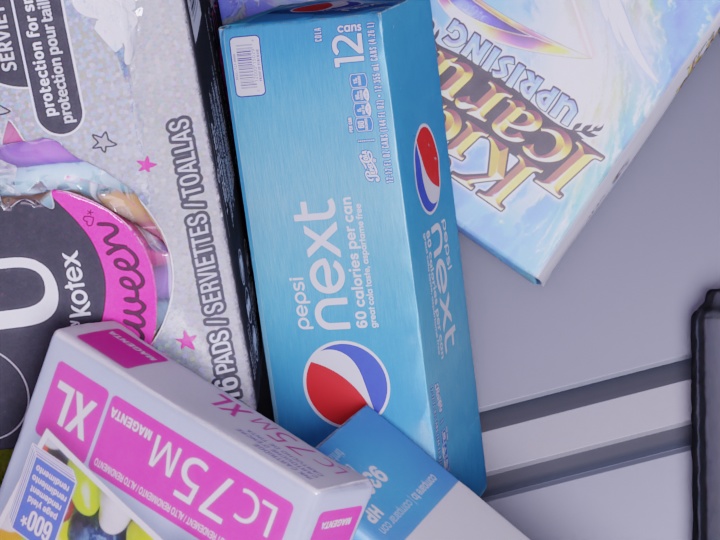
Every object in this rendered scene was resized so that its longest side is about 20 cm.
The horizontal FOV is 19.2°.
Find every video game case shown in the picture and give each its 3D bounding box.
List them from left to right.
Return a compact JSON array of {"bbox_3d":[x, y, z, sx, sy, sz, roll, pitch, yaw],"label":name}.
[{"bbox_3d":[0.041,-0.124,0.849,0.200,0.045,0.182,35,92,7],"label":"video game case"}]

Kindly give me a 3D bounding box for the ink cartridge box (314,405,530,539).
[{"bbox_3d":[0.026,0.172,0.753,0.200,0.084,0.145,39,111,7],"label":"ink cartridge box"}]

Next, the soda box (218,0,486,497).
[{"bbox_3d":[0.000,0.000,0.802,0.064,0.068,0.201,-3,103,18],"label":"soda box"}]

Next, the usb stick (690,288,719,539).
[{"bbox_3d":[0.156,0.107,0.826,0.055,0.033,0.201,-1,86,7],"label":"usb stick"}]

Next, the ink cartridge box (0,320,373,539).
[{"bbox_3d":[-0.083,0.133,0.721,0.119,0.042,0.201,28,108,28],"label":"ink cartridge box"}]

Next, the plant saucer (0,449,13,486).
[{"bbox_3d":[-0.241,0.088,0.833,0.199,0.048,0.201,13,67,7],"label":"plant saucer"}]

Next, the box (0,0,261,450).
[{"bbox_3d":[-0.107,-0.054,0.777,0.114,0.132,0.201,-8,113,2],"label":"box"}]
